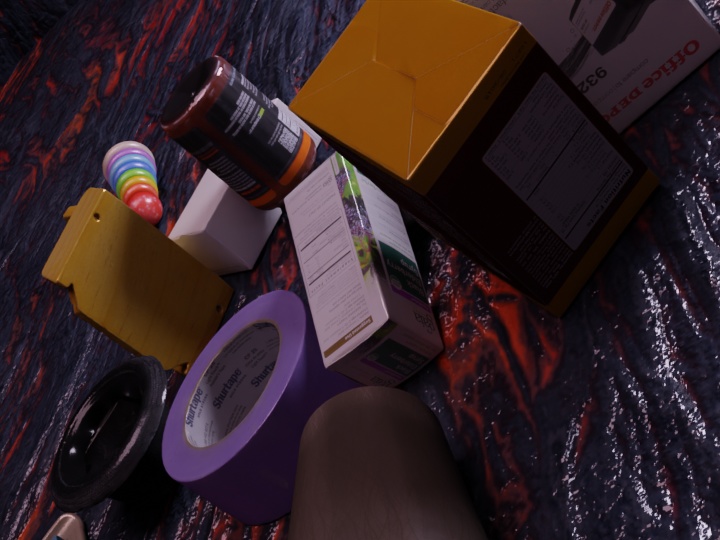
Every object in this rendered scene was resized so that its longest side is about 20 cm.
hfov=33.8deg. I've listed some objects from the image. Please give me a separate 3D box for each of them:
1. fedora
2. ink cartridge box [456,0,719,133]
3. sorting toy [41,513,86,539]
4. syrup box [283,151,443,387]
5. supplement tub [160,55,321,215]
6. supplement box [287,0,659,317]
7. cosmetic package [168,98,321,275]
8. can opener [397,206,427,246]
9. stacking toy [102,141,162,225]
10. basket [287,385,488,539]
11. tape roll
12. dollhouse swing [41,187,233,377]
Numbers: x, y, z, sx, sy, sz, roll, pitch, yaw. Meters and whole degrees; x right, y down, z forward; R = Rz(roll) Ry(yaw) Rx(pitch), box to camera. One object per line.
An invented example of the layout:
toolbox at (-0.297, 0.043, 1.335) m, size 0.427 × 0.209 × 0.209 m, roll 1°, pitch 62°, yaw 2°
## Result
fedora at (-0.240, 0.188, 1.249) m, size 0.200 × 0.091 × 0.202 m, roll -38°, pitch 30°, yaw 26°
ink cartridge box at (0.175, -0.215, 0.963) m, size 0.145 × 0.199 × 0.084 m, roll -40°, pitch 31°, yaw 20°
sorting toy at (-0.354, 0.371, 1.266) m, size 0.186 × 0.036 × 0.200 m, roll -52°, pitch 27°, yaw 0°
syrup box at (0.000, 0.000, 1.055) m, size 0.081 × 0.078 × 0.202 m, roll -38°, pitch 47°, yaw 24°
supplement tub at (-0.123, -0.141, 1.345) m, size 0.107 × 0.200 × 0.108 m, roll -36°, pitch 29°, yaw 25°
supplement box at (0.086, -0.099, 0.928) m, size 0.133 × 0.199 × 0.197 m, roll -52°, pitch 36°, yaw 0°
cosmetic package at (-0.143, -0.101, 1.456) m, size 0.107 × 0.085 × 0.202 m, roll -7°, pitch 51°, yaw 55°
can opener at (0.085, -0.093, 1.119) m, size 0.201 × 0.063 × 0.079 m, roll -54°, pitch 52°, yaw 17°
stacking toy at (-0.341, -0.126, 1.819) m, size 0.086 × 0.085 × 0.200 m, roll -48°, pitch 33°, yaw 7°
basket at (0.015, 0.183, 0.813) m, size 0.180 × 0.135 × 0.201 m, roll -47°, pitch 23°, yaw 22°
tape roll at (-0.090, 0.125, 1.097) m, size 0.199 × 0.085 × 0.202 m, roll -37°, pitch 31°, yaw 27°
dollhouse swing at (-0.286, 0.024, 1.401) m, size 0.175 × 0.199 × 0.184 m, roll -18°, pitch 42°, yaw 46°
